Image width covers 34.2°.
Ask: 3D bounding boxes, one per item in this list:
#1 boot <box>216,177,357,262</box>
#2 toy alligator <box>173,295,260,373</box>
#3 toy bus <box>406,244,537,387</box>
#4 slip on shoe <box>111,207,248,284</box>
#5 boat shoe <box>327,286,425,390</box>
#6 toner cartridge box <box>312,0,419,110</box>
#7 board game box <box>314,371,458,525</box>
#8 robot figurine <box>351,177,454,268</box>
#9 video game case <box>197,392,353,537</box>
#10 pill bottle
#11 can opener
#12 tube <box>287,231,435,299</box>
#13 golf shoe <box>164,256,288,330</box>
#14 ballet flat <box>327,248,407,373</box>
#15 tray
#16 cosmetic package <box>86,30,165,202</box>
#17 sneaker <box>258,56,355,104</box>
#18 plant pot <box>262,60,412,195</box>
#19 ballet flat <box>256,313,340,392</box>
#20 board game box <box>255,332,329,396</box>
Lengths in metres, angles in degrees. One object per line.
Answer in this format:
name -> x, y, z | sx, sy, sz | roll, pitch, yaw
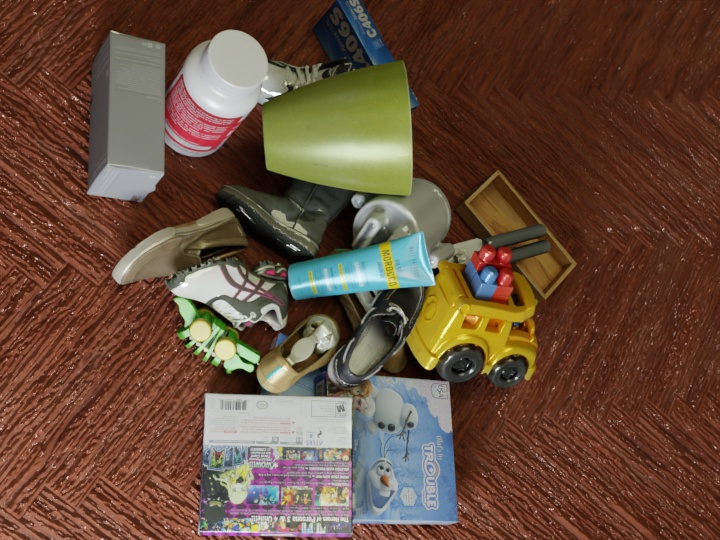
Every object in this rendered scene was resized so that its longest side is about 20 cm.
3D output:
boot -> -0.093, -0.127, 1.696 | 0.181, 0.073, 0.201 | 35, 60, -13
toy alligator -> -0.181, 0.110, 1.571 | 0.200, 0.059, 0.054 | 39, 102, -12
toy bus -> 0.186, 0.054, 1.688 | 0.199, 0.193, 0.136 | 10, 34, -27
slip on shoe -> -0.238, -0.021, 1.575 | 0.199, 0.076, 0.061 | -26, 73, -41
boat shoe -> 0.031, 0.080, 1.609 | 0.074, 0.060, 0.200 | 47, 63, -5
toner cartridge box -> 0.007, -0.316, 1.807 | 0.043, 0.095, 0.201 | -26, 85, -32
board game box -> 0.036, 0.247, 1.618 | 0.198, 0.043, 0.202 | 7, 69, -27
robot figurine -> 0.062, -0.069, 1.715 | 0.170, 0.113, 0.200 | 43, 34, 7
video game case -> -0.108, 0.253, 1.525 | 0.198, 0.036, 0.183 | 2, 69, -6
pill bottle -> -0.202, -0.243, 1.602 | 0.111, 0.200, 0.113 | 10, 67, -25
can opener -> 0.199, -0.028, 1.802 | 0.199, 0.066, 0.053 | -16, 90, -21
tube -> 0.000, 0.000, 1.624 | 0.050, 0.198, 0.078 | -69, 146, -66
golf shoe -> -0.169, 0.032, 1.564 | 0.199, 0.077, 0.089 | 4, 68, -46
ballet flat -> 0.016, 0.053, 1.685 | 0.068, 0.072, 0.201 | -26, 85, -33
tray -> 0.249, -0.053, 1.875 | 0.200, 0.037, 0.099 | 49, 57, -3
cosmetic package -> -0.316, -0.205, 1.583 | 0.090, 0.107, 0.202 | 10, 65, -25
sneaker -> -0.070, -0.283, 1.731 | 0.198, 0.129, 0.080 | 26, 60, -18
plant pot -> -0.035, -0.192, 1.630 | 0.198, 0.187, 0.189 | -3, 71, -3
ballet flat -> -0.067, 0.103, 1.589 | 0.069, 0.063, 0.200 | 46, 35, 0
board game box -> -0.045, 0.173, 1.638 | 0.199, 0.019, 0.104 | 27, 63, -18
